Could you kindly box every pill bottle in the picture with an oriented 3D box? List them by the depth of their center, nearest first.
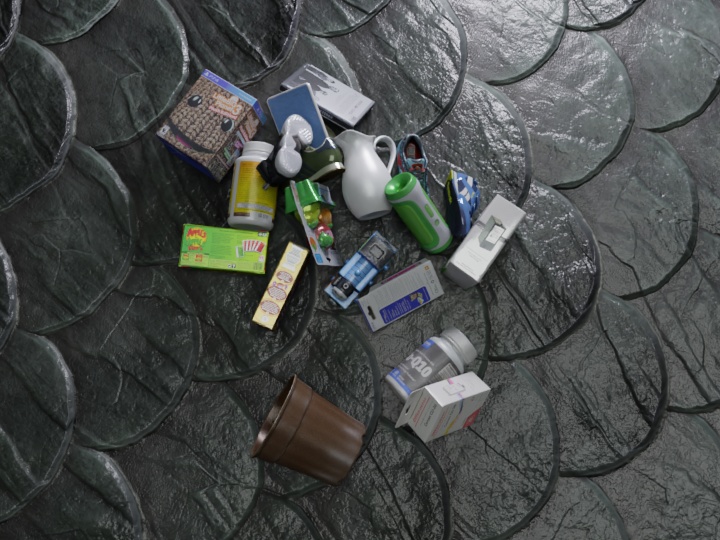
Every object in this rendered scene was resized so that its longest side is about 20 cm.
[{"bbox_3d":[0.165,0.226,1.580,0.200,0.114,0.114,-40,86,-9],"label":"pill bottle"},{"bbox_3d":[-0.248,-0.197,1.618,0.109,0.109,0.200,6,81,-3],"label":"pill bottle"}]

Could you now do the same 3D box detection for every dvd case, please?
[{"bbox_3d":[-0.078,-0.422,1.664,0.200,0.025,0.150,31,41,1],"label":"dvd case"}]

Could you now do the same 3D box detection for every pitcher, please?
[{"bbox_3d":[0.031,-0.230,1.646,0.171,0.121,0.200,-9,82,-32],"label":"pitcher"}]

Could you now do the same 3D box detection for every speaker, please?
[{"bbox_3d":[0.137,-0.131,1.601,0.088,0.088,0.200,-45,123,-9],"label":"speaker"}]

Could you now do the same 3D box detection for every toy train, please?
[{"bbox_3d":[0.000,0.000,1.602,0.087,0.114,0.200,42,81,4],"label":"toy train"}]

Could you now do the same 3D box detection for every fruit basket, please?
[{"bbox_3d":[-0.094,-0.107,1.580,0.094,0.185,0.200,-27,81,15],"label":"fruit basket"}]

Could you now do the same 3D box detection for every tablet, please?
[{"bbox_3d":[-0.137,-0.328,1.622,0.130,0.014,0.200,-12,105,33],"label":"tablet"}]

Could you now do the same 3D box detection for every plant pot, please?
[{"bbox_3d":[-0.108,0.364,1.511,0.198,0.200,0.200,30,81,-6],"label":"plant pot"}]

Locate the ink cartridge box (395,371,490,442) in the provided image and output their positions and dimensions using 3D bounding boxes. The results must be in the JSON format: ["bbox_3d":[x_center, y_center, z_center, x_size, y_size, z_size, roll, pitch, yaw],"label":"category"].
[{"bbox_3d":[0.182,0.305,1.518,0.200,0.117,0.067,-9,40,-38],"label":"ink cartridge box"}]

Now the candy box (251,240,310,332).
[{"bbox_3d":[-0.181,0.040,1.583,0.056,0.117,0.200,23,80,0],"label":"candy box"}]

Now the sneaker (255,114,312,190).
[{"bbox_3d":[-0.177,-0.265,1.552,0.075,0.114,0.200,36,43,-25],"label":"sneaker"}]

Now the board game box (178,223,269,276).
[{"bbox_3d":[-0.319,-0.047,1.622,0.200,0.048,0.102,5,81,-3],"label":"board game box"}]

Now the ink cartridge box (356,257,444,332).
[{"bbox_3d":[0.092,0.058,1.623,0.200,0.037,0.095,-29,111,-10],"label":"ink cartridge box"}]

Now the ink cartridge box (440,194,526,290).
[{"bbox_3d":[0.286,-0.063,1.615,0.084,0.146,0.200,36,81,3],"label":"ink cartridge box"}]

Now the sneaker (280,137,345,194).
[{"bbox_3d":[-0.118,-0.247,1.609,0.067,0.200,0.090,-8,84,-47],"label":"sneaker"}]

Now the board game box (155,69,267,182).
[{"bbox_3d":[-0.350,-0.341,1.625,0.159,0.097,0.200,32,80,14],"label":"board game box"}]

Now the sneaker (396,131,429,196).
[{"bbox_3d":[0.125,-0.236,1.656,0.079,0.096,0.200,-9,82,-5],"label":"sneaker"}]

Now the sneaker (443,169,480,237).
[{"bbox_3d":[0.249,-0.159,1.633,0.082,0.074,0.200,12,50,-12],"label":"sneaker"}]

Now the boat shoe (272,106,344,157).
[{"bbox_3d":[-0.126,-0.335,1.674,0.201,0.063,0.074,41,41,-6],"label":"boat shoe"}]
